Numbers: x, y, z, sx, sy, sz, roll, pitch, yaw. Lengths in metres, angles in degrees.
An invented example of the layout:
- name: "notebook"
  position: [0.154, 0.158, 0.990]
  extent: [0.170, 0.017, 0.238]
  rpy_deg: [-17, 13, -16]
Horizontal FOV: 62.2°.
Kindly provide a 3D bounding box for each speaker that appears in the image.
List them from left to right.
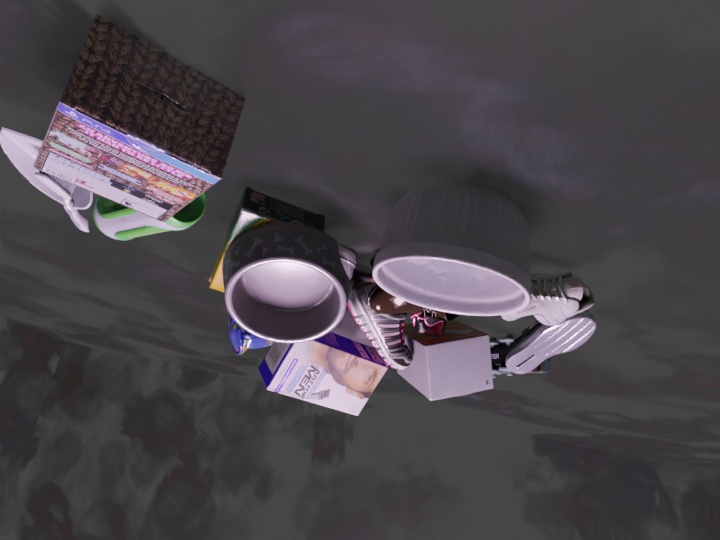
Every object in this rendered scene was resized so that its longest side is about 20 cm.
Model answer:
- name: "speaker"
  position: [-0.309, -0.093, 0.865]
  extent: [0.197, 0.090, 0.088]
  rpy_deg: [-4, 156, 41]

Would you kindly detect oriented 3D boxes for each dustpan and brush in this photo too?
- name: "dustpan and brush"
  position: [-0.443, -0.119, 0.895]
  extent: [0.137, 0.058, 0.201]
  rpy_deg: [19, 162, 7]

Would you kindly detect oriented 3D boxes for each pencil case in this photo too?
- name: "pencil case"
  position: [-0.146, 0.098, 1.113]
  extent: [0.196, 0.080, 0.087]
  rpy_deg: [-11, -179, -22]

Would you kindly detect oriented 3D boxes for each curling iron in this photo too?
- name: "curling iron"
  position: [0.000, 0.000, 1.004]
  extent: [0.025, 0.051, 0.199]
  rpy_deg: [22, 165, -26]

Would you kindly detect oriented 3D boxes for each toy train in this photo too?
- name: "toy train"
  position: [0.311, 0.190, 1.283]
  extent: [0.112, 0.087, 0.199]
  rpy_deg: [11, 164, -27]

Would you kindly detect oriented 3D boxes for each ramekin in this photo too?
- name: "ramekin"
  position: [0.119, -0.025, 0.748]
  extent: [0.195, 0.107, 0.201]
  rpy_deg: [12, 161, 4]

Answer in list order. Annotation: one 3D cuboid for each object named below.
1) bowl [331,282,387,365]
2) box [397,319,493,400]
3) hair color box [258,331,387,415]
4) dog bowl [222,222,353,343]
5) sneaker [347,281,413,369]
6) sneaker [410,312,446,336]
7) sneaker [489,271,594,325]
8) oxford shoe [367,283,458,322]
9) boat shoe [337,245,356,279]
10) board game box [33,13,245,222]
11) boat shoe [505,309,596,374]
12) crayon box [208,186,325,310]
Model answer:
- name: "bowl"
  position: [-0.030, 0.107, 1.083]
  extent: [0.075, 0.197, 0.203]
  rpy_deg: [49, 162, 51]
- name: "box"
  position: [0.148, 0.158, 1.114]
  extent: [0.121, 0.100, 0.200]
  rpy_deg: [-8, -174, -13]
- name: "hair color box"
  position: [-0.061, 0.167, 1.017]
  extent: [0.198, 0.111, 0.065]
  rpy_deg: [24, -166, -36]
- name: "dog bowl"
  position: [-0.105, 0.027, 0.859]
  extent: [0.195, 0.059, 0.203]
  rpy_deg: [0, 134, 0]
- name: "sneaker"
  position: [0.052, 0.090, 1.020]
  extent: [0.087, 0.074, 0.201]
  rpy_deg: [-33, 122, 4]
- name: "sneaker"
  position: [0.106, 0.052, 0.996]
  extent: [0.077, 0.097, 0.200]
  rpy_deg: [3, 158, 30]
- name: "sneaker"
  position: [0.265, 0.027, 0.857]
  extent: [0.197, 0.080, 0.099]
  rpy_deg: [7, 157, -40]
- name: "oxford shoe"
  position: [0.103, 0.037, 0.887]
  extent: [0.196, 0.085, 0.074]
  rpy_deg: [-13, 128, 14]
- name: "boat shoe"
  position: [-0.105, -0.017, 0.972]
  extent: [0.196, 0.070, 0.072]
  rpy_deg: [18, 161, -14]
- name: "board game box"
  position: [-0.244, -0.147, 0.646]
  extent: [0.157, 0.099, 0.198]
  rpy_deg: [24, 158, -30]
- name: "boat shoe"
  position: [0.329, 0.111, 1.060]
  extent: [0.071, 0.072, 0.200]
  rpy_deg: [32, 136, -16]
- name: "crayon box"
  position: [-0.146, -0.015, 0.894]
  extent: [0.125, 0.051, 0.201]
  rpy_deg: [18, 131, -17]
